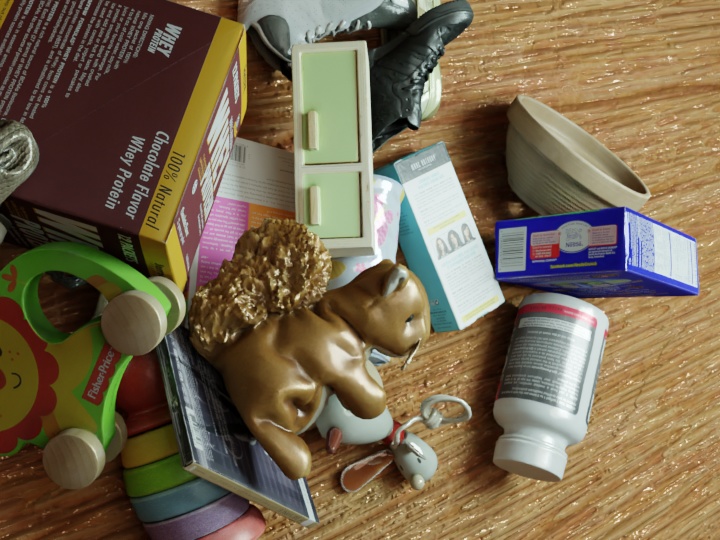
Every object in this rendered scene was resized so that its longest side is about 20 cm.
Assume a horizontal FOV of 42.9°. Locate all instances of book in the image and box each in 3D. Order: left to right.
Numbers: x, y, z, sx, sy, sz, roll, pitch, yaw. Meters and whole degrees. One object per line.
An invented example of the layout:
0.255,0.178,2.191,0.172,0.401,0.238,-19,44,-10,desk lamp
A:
-0.111,-0.028,0.915,0.132,0.048,0.203,12,75,-31,book

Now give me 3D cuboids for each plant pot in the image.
0.245,-0.119,1.118,0.199,0.093,0.201,30,24,-15,plant pot

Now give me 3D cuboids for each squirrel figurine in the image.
-0.040,0.042,0.802,0.186,0.142,0.201,-39,92,2,squirrel figurine

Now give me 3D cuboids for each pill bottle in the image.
0.218,0.138,1.074,0.110,0.110,0.202,29,68,-27,pill bottle

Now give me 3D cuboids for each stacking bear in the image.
-0.167,0.154,0.816,0.121,0.113,0.202,-20,90,-34,stacking bear

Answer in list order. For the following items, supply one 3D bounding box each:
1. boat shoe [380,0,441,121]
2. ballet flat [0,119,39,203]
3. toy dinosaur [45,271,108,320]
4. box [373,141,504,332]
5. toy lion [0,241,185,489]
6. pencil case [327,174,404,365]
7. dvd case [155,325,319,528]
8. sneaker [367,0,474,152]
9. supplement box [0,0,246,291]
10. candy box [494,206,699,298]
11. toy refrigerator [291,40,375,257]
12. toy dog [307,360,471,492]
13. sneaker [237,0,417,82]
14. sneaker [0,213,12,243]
0.047,-0.273,1.045,0.063,0.073,0.204,-5,93,-38,boat shoe
-0.301,-0.027,0.631,0.200,0.046,0.067,-45,97,-4,ballet flat
-0.229,-0.003,0.832,0.088,0.047,0.201,40,66,-30,toy dinosaur
0.089,-0.037,1.049,0.082,0.049,0.202,-27,98,-35,box
-0.261,0.064,0.720,0.190,0.069,0.201,28,105,0,toy lion
0.000,0.000,0.962,0.090,0.083,0.203,12,76,-32,pencil case
-0.109,0.136,0.808,0.200,0.016,0.150,45,18,-51,dvd case
0.049,-0.197,0.986,0.105,0.198,0.060,65,13,11,sneaker
-0.215,-0.114,0.753,0.198,0.133,0.199,16,70,-1,supplement box
0.281,-0.015,1.079,0.199,0.168,0.078,14,77,-48,candy box
-0.026,-0.117,0.900,0.075,0.070,0.203,-2,84,3,toy refrigerator
0.013,0.174,0.929,0.198,0.132,0.097,25,40,-20,toy dog
-0.040,-0.252,0.977,0.197,0.075,0.117,10,85,-13,sneaker
-0.367,-0.022,0.675,0.197,0.077,0.090,7,66,4,sneaker
